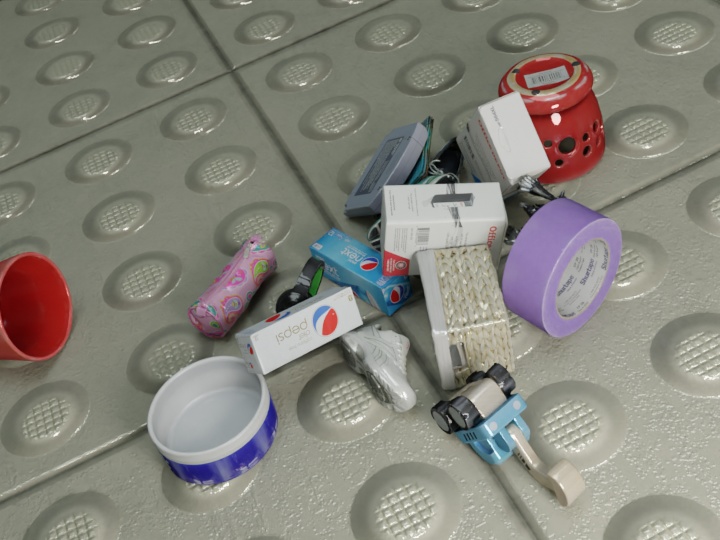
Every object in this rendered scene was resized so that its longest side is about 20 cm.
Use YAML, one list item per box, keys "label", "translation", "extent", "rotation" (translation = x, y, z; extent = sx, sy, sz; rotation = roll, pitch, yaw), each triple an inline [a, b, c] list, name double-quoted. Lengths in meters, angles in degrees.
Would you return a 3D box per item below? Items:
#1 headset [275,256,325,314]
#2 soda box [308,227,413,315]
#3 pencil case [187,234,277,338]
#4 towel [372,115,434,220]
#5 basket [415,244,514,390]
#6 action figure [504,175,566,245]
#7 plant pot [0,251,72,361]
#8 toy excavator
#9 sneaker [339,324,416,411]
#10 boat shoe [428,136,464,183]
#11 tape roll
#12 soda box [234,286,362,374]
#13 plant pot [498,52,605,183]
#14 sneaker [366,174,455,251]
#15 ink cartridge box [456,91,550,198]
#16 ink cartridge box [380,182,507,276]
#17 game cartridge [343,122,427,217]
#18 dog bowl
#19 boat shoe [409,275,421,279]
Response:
- label: "headset"
  translation: [-0.122, 0.068, 1.746]
  extent: [0.093, 0.124, 0.203]
  rotation: [20, 74, 6]
- label: "soda box"
  translation: [0.000, 0.000, 1.815]
  extent: [0.064, 0.068, 0.199]
  rotation: [-38, 45, -23]
- label: "pencil case"
  translation: [-0.229, 0.028, 1.856]
  extent: [0.086, 0.088, 0.201]
  rotation: [12, 50, 30]
- label: "towel"
  translation: [0.083, -0.199, 1.981]
  extent: [0.146, 0.022, 0.202]
  rotation: [-38, 28, 36]
- label: "basket"
  translation: [0.167, 0.067, 1.632]
  extent: [0.121, 0.137, 0.202]
  rotation: [-12, 41, 3]
- label: "action figure"
  translation: [0.286, -0.085, 1.705]
  extent: [0.101, 0.200, 0.120]
  rotation: [30, 89, 13]
- label: "plant pot"
  translation: [-0.663, 0.077, 1.891]
  extent: [0.175, 0.202, 0.202]
  rotation: [-9, 41, 23]
- label: "toy excavator"
  translation: [0.217, 0.241, 1.459]
  extent: [0.099, 0.201, 0.194]
  rotation: [-37, 0, -20]
- label: "sneaker"
  translation: [0.046, 0.143, 1.640]
  extent: [0.098, 0.079, 0.200]
  rotation: [-26, 42, -15]
- label: "boat shoe"
  translation: [0.154, -0.175, 1.946]
  extent: [0.074, 0.062, 0.201]
  rotation: [28, 52, 7]
- label: "tape roll"
  translation: [0.316, -0.004, 1.602]
  extent: [0.199, 0.202, 0.085]
  rotation: [-39, 47, -23]
- label: "soda box"
  translation: [-0.097, 0.094, 1.645]
  extent: [0.198, 0.069, 0.063]
  rotation: [-25, 11, -29]
- label: "plant pot"
  translation: [0.354, -0.295, 1.926]
  extent: [0.197, 0.184, 0.202]
  rotation: [-10, 39, 8]
- label: "sneaker"
  translation: [0.088, -0.102, 1.824]
  extent: [0.199, 0.078, 0.079]
  rotation: [-38, 29, -20]
- label: "ink cartridge box"
  translation: [0.251, -0.211, 1.823]
  extent: [0.083, 0.200, 0.148]
  rotation: [-23, 85, -9]
- label: "ink cartridge box"
  translation: [0.134, -0.067, 1.699]
  extent: [0.196, 0.145, 0.085]
  rotation: [-1, 54, -3]
- label: "game cartridge"
  translation: [0.051, -0.189, 1.953]
  extent: [0.132, 0.041, 0.202]
  rotation: [3, 58, 58]
- label: "dog bowl"
  translation: [-0.234, 0.237, 1.633]
  extent: [0.196, 0.080, 0.202]
  rotation: [-10, 41, 9]
- label: "boat shoe"
  translation: [0.158, -0.051, 1.818]
  extent: [0.064, 0.073, 0.200]
  rotation: [30, 57, 28]
